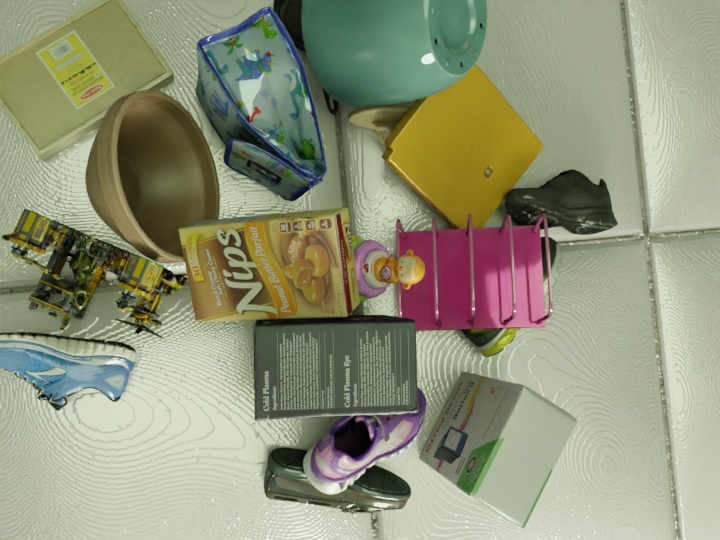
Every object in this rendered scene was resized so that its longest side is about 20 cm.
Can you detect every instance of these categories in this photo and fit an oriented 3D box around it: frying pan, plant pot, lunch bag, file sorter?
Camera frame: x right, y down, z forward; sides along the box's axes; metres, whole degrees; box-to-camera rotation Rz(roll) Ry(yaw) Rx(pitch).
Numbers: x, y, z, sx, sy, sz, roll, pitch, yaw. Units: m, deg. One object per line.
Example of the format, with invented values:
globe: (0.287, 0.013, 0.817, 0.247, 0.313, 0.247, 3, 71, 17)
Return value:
frying pan: (-0.047, -0.323, 0.887, 0.114, 0.031, 0.191, -34, 96, -16)
plant pot: (-0.262, -0.105, 0.767, 0.091, 0.200, 0.204, -9, 89, 20)
plant pot: (0.054, -0.299, 0.762, 0.199, 0.160, 0.204, -17, 113, -45)
lunch bag: (-0.118, -0.185, 0.792, 0.127, 0.170, 0.201, -33, 97, -14)
file sorter: (0.145, 0.002, 0.833, 0.197, 0.125, 0.141, -2, 80, 8)

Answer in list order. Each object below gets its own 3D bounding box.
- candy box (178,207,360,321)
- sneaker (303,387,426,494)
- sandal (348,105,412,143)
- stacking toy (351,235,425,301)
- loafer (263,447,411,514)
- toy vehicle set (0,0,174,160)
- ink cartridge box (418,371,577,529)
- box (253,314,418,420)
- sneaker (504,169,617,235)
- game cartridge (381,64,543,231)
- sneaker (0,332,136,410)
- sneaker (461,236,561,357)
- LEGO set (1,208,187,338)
candy box: (-0.106, -0.005, 0.742, 0.197, 0.055, 0.117, -3, 102, 17)
sneaker: (0.018, 0.205, 0.823, 0.199, 0.089, 0.080, -28, 61, -34)
sandal: (0.086, -0.180, 0.892, 0.209, 0.078, 0.071, 2, 81, -19)
stacking toy: (0.000, 0.000, 0.786, 0.109, 0.198, 0.118, 11, 83, -44)
loafer: (-0.033, 0.291, 0.851, 0.197, 0.072, 0.064, 16, 103, -6)
toy vehicle set: (-0.358, -0.248, 0.808, 0.199, 0.026, 0.125, -36, 96, -13)
ink cartridge box: (0.170, 0.223, 0.830, 0.087, 0.200, 0.147, 31, 81, -7)
box: (-0.038, 0.109, 0.773, 0.179, 0.200, 0.106, -2, 88, -9)
sneaker: (0.295, -0.107, 0.947, 0.197, 0.076, 0.092, 6, 76, -28)
game cartridge: (0.143, -0.169, 0.881, 0.199, 0.032, 0.177, 39, 89, -29)
sneaker: (-0.377, 0.121, 0.758, 0.197, 0.078, 0.091, 9, 82, -14)
sneaker: (0.215, 0.025, 0.915, 0.084, 0.074, 0.201, 37, 79, -9)
LEGO set: (-0.319, 0.023, 0.743, 0.198, 0.154, 0.117, 23, 82, -8)
